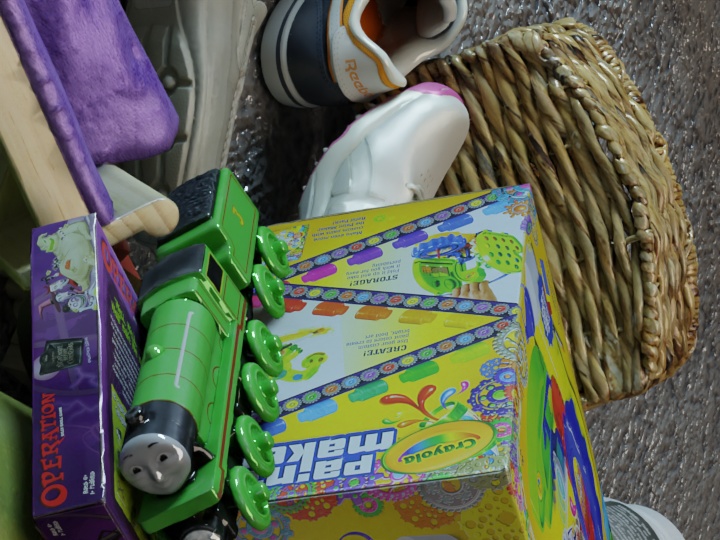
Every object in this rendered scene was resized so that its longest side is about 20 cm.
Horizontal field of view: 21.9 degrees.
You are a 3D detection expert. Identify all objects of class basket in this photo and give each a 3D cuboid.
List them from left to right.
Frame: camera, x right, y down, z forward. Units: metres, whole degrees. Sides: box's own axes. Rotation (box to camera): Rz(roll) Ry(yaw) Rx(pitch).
[{"bbox_3d":[0.110,-0.029,0.996,0.149,0.142,0.201,-13,84,-63],"label":"basket"}]

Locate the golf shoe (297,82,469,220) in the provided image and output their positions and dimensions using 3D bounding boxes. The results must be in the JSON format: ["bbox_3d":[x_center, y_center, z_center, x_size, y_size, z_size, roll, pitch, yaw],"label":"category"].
[{"bbox_3d":[0.000,0.000,0.898,0.200,0.091,0.075,-52,146,-9],"label":"golf shoe"}]

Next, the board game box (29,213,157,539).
[{"bbox_3d":[-0.072,0.088,0.668,0.200,0.032,0.121,70,13,-49],"label":"board game box"}]

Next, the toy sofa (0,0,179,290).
[{"bbox_3d":[-0.127,-0.104,0.668,0.097,0.083,0.201,-28,115,-17],"label":"toy sofa"}]

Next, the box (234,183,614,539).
[{"bbox_3d":[0.028,0.106,0.758,0.193,0.121,0.201,-78,155,-56],"label":"box"}]

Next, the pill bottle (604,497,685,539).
[{"bbox_3d":[0.130,0.201,1.171,0.200,0.113,0.115,6,92,-57],"label":"pill bottle"}]

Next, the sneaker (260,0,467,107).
[{"bbox_3d":[0.025,-0.166,0.952,0.078,0.079,0.201,49,56,-46],"label":"sneaker"}]

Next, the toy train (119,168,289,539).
[{"bbox_3d":[-0.055,0.026,0.655,0.057,0.042,0.200,57,16,-25],"label":"toy train"}]

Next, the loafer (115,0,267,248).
[{"bbox_3d":[-0.070,-0.109,0.826,0.070,0.070,0.201,2,95,-49],"label":"loafer"}]

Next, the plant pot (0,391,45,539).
[{"bbox_3d":[-0.173,0.102,0.632,0.184,0.199,0.202,30,72,-68],"label":"plant pot"}]

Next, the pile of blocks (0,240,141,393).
[{"bbox_3d":[-0.116,-0.030,0.782,0.082,0.062,0.201,-37,128,-47],"label":"pile of blocks"}]

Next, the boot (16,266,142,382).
[{"bbox_3d":[-0.079,0.034,0.766,0.200,0.073,0.076,57,40,-57],"label":"boot"}]
